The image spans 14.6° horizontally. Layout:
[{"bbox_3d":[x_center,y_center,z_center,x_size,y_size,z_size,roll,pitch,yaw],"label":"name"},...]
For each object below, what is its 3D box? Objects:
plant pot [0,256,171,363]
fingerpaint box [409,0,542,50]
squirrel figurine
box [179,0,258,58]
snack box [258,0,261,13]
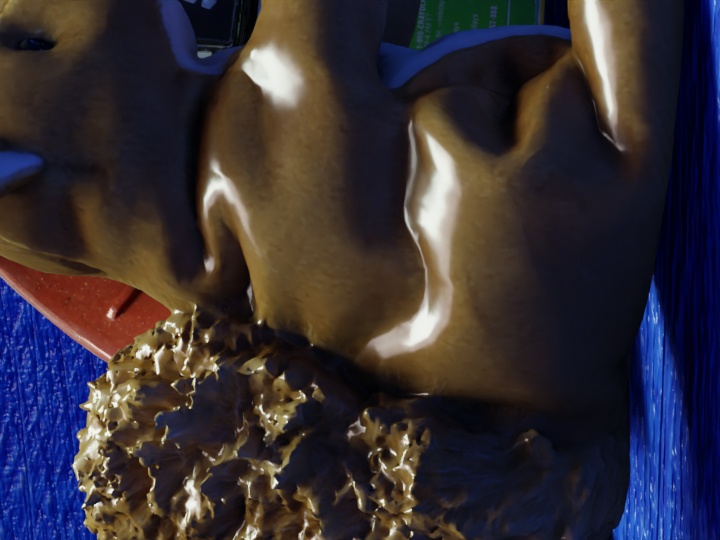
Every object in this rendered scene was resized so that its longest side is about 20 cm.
[{"bbox_3d":[-0.074,-0.080,1.260,0.195,0.201,0.201,-49,-17,-21],"label":"plant pot"},{"bbox_3d":[0.011,-0.051,0.887,0.167,0.073,0.200,-121,35,-84],"label":"fingerpaint box"},{"bbox_3d":[-0.023,0.001,0.724,0.142,0.187,0.200,130,144,-87],"label":"squirrel figurine"},{"bbox_3d":[-0.053,-0.130,0.908,0.159,0.046,0.200,98,177,-70],"label":"box"},{"bbox_3d":[-0.087,-0.187,1.091,0.142,0.053,0.200,46,-150,-53],"label":"snack box"}]
